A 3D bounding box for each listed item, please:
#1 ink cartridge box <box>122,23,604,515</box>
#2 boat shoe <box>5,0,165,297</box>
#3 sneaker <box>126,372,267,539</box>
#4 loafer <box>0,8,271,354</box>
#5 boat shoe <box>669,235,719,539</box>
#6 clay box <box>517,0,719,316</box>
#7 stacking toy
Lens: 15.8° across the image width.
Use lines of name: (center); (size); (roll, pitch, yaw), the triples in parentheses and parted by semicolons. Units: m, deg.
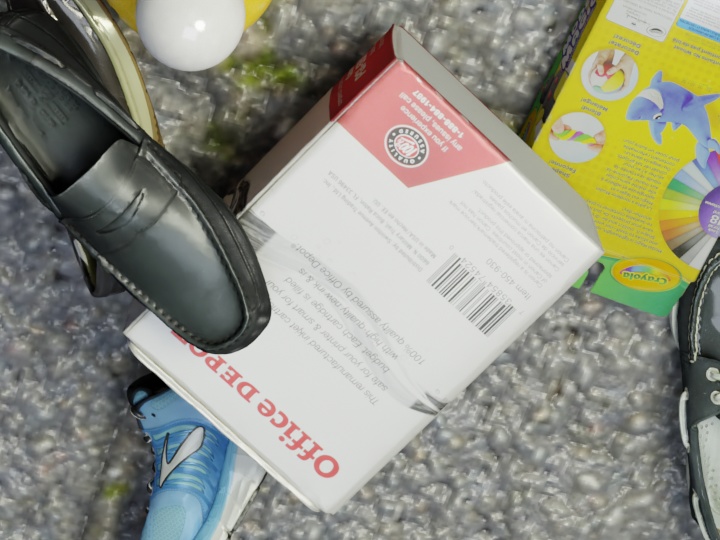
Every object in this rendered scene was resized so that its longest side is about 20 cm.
ink cartridge box: (0.000, 0.000, 1.306); (0.147, 0.083, 0.200); (43, 104, -13)
boat shoe: (-0.142, -0.070, 1.314); (0.065, 0.073, 0.200); (-34, 121, -20)
sneaker: (-0.091, 0.092, 1.433); (0.090, 0.078, 0.200); (27, 111, 1)
loafer: (-0.121, -0.039, 1.232); (0.068, 0.070, 0.201); (-40, 87, 18)
boat shoe: (0.211, 0.070, 1.426); (0.076, 0.060, 0.200); (-9, 121, 3)
clay box: (0.152, -0.079, 1.342); (0.115, 0.048, 0.200); (20, 119, -11)
stacking toy: (-0.082, -0.152, 1.202); (0.146, 0.200, 0.146); (-1, 120, -1)
